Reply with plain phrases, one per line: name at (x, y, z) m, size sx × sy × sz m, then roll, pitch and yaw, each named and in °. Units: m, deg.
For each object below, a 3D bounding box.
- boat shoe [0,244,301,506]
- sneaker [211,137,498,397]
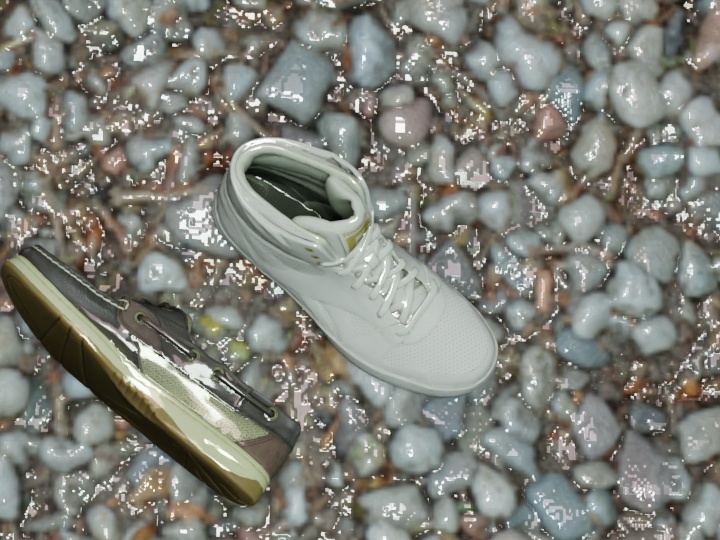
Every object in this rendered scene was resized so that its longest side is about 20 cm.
boat shoe at (-0.121, 0.051, 1.097) m, size 0.200 × 0.073 × 0.065 m, roll 43°, pitch 67°, yaw 0°
sneaker at (0.000, 0.000, 1.090) m, size 0.199 × 0.116 × 0.074 m, roll 34°, pitch 76°, yaw 0°
